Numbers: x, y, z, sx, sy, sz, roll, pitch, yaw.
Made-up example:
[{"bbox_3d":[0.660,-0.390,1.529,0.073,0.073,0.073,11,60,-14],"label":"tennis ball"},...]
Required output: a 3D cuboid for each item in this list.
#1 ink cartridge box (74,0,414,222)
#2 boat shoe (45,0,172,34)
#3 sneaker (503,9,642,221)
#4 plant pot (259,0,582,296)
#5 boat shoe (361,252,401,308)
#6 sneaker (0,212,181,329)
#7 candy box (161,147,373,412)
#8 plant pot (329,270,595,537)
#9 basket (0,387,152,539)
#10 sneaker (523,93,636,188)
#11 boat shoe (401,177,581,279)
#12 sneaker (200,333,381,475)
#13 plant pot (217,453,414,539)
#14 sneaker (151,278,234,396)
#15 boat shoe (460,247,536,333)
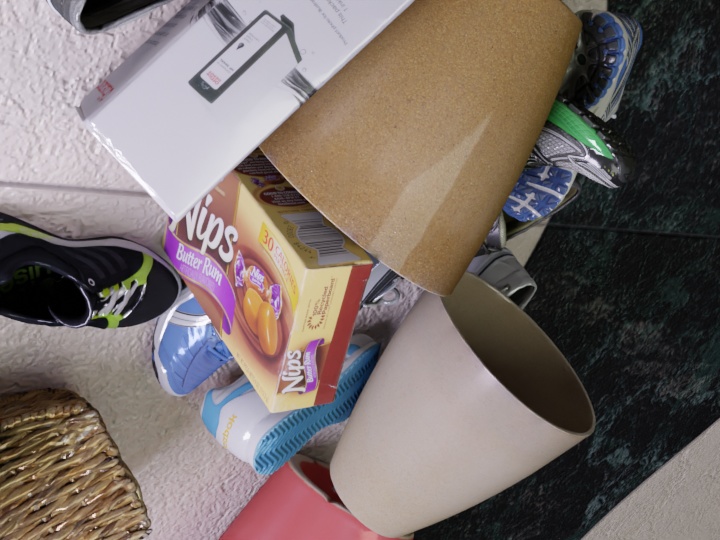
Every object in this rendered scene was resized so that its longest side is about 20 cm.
[{"bbox_3d":[-0.078,-0.136,0.793,0.200,0.146,0.084,-43,108,-3],"label":"ink cartridge box"},{"bbox_3d":[-0.103,-0.208,0.785,0.199,0.064,0.071,-36,140,-13],"label":"boat shoe"},{"bbox_3d":[0.174,-0.124,1.022,0.085,0.077,0.201,-27,153,-45],"label":"sneaker"},{"bbox_3d":[0.053,-0.120,0.865,0.201,0.187,0.186,-51,140,10],"label":"plant pot"},{"bbox_3d":[-0.001,-0.002,1.030,0.200,0.074,0.068,-47,148,21],"label":"boat shoe"},{"bbox_3d":[-0.201,0.020,0.880,0.198,0.083,0.072,12,115,-46],"label":"sneaker"},{"bbox_3d":[-0.071,-0.012,0.874,0.056,0.200,0.118,-6,128,-33],"label":"candy box"},{"bbox_3d":[0.069,0.133,1.093,0.200,0.188,0.186,-46,142,20],"label":"plant pot"},{"bbox_3d":[-0.283,0.174,0.958,0.198,0.149,0.144,-30,106,-17],"label":"basket"},{"bbox_3d":[0.120,-0.096,0.955,0.078,0.198,0.086,17,95,-51],"label":"sneaker"},{"bbox_3d":[0.108,-0.048,1.107,0.199,0.066,0.072,-30,139,-18],"label":"boat shoe"},{"bbox_3d":[-0.053,0.098,1.089,0.199,0.080,0.077,-27,140,-51],"label":"sneaker"},{"bbox_3d":[-0.052,0.284,1.171,0.199,0.200,0.179,27,94,-49],"label":"plant pot"},{"bbox_3d":[-0.089,0.024,0.988,0.201,0.077,0.075,-50,142,8],"label":"sneaker"},{"bbox_3d":[0.088,0.069,1.188,0.073,0.067,0.201,20,109,-48],"label":"boat shoe"}]
